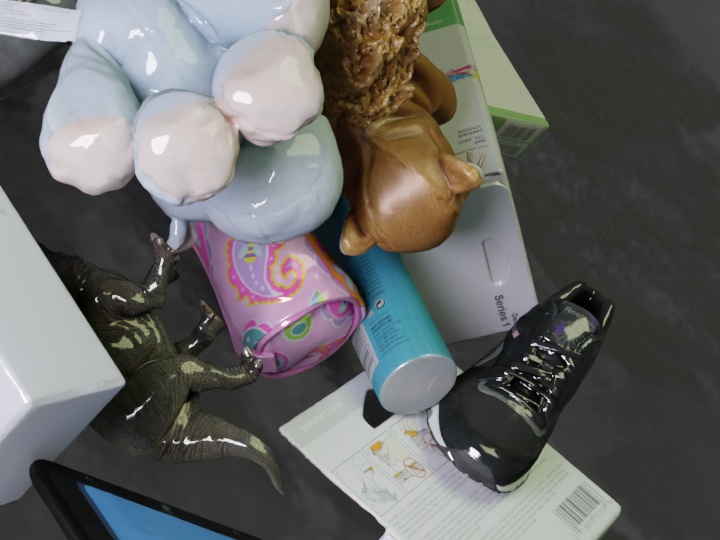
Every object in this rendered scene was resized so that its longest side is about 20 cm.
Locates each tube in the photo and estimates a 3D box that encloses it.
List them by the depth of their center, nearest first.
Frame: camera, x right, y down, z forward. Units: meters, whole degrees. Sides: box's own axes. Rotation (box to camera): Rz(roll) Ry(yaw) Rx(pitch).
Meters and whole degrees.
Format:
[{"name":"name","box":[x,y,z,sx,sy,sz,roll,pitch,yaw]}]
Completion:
[{"name":"tube","box":[0.000,0.000,1.148,0.050,0.078,0.201,10,38,-36]}]

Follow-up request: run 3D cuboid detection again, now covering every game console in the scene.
[{"name":"game console","box":[-0.028,0.140,0.859,0.199,0.175,0.117,29,46,-49]}]

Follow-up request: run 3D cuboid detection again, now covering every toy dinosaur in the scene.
[{"name":"toy dinosaur","box":[-0.119,0.049,0.969,0.201,0.102,0.077,53,-11,-10]}]

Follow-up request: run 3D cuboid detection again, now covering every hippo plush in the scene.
[{"name":"hippo plush","box":[-0.095,-0.068,0.966,0.198,0.161,0.160,12,56,24]}]

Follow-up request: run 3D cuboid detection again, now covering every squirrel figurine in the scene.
[{"name":"squirrel figurine","box":[-0.005,-0.105,1.070,0.200,0.140,0.188,49,20,-62]}]

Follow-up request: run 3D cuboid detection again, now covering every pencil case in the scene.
[{"name":"pencil case","box":[-0.076,-0.033,1.113,0.087,0.087,0.201,-1,52,-52]}]

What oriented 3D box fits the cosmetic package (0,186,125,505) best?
[{"name":"cosmetic package","box":[-0.210,0.007,0.872,0.071,0.101,0.201,-10,61,-56]}]

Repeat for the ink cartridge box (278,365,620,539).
[{"name":"ink cartridge box","box":[0.051,0.135,1.101,0.173,0.044,0.200,40,28,13]}]

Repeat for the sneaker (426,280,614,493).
[{"name":"sneaker","box":[0.104,0.060,1.136,0.075,0.088,0.200,36,28,4]}]

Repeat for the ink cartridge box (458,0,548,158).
[{"name":"ink cartridge box","box":[0.057,-0.189,1.502,0.145,0.048,0.201,6,48,-48]}]

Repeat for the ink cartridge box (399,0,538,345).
[{"name":"ink cartridge box","box":[0.056,-0.070,1.253,0.201,0.083,0.145,-100,173,-45]}]

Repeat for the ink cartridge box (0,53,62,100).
[{"name":"ink cartridge box","box":[-0.257,-0.200,1.103,0.200,0.067,0.117,46,30,1]}]

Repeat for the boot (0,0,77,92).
[{"name":"boot","box":[-0.193,-0.113,1.015,0.182,0.072,0.200,54,53,-12]}]
